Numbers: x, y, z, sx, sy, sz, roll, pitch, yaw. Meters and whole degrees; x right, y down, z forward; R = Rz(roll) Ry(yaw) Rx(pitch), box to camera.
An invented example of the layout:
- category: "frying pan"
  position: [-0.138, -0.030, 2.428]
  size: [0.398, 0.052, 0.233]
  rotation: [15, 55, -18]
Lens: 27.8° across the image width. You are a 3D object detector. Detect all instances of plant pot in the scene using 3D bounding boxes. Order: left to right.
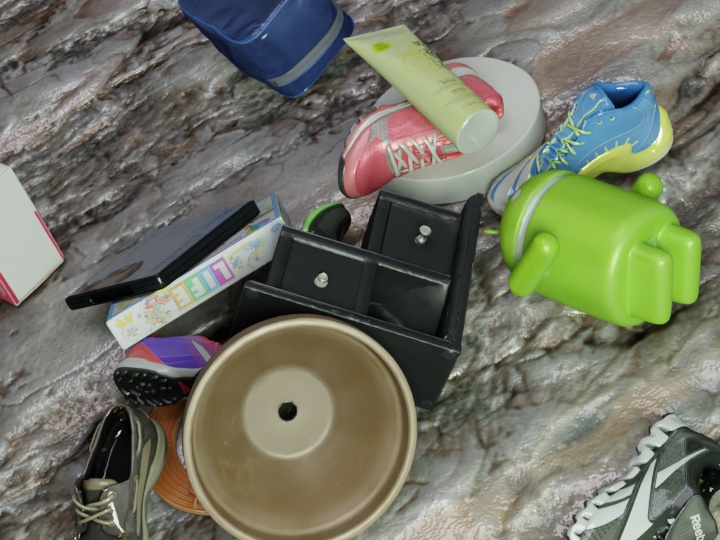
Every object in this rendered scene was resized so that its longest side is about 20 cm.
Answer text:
- category: "plant pot"
  position: [-0.058, 0.131, 1.251]
  size: [0.199, 0.202, 0.093]
  rotation: [-28, 14, -7]

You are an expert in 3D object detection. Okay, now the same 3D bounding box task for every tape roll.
- category: "tape roll"
  position: [0.098, -0.153, 1.563]
  size: [0.201, 0.037, 0.204]
  rotation: [-12, 44, 11]

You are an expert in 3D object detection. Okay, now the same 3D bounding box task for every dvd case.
- category: "dvd case"
  position: [-0.205, -0.014, 1.487]
  size: [0.142, 0.018, 0.199]
  rotation: [-41, 18, -35]

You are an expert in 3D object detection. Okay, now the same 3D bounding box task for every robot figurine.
- category: "robot figurine"
  position: [0.210, -0.022, 1.320]
  size: [0.175, 0.117, 0.199]
  rotation: [-30, 38, -33]

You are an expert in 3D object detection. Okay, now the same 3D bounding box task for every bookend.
- category: "bookend"
  position: [0.000, 0.000, 1.344]
  size: [0.197, 0.093, 0.201]
  rotation: [17, 48, -4]

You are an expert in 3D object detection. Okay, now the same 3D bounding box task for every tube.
- category: "tube"
  position: [0.063, -0.191, 1.462]
  size: [0.052, 0.058, 0.200]
  rotation: [-49, 49, 11]

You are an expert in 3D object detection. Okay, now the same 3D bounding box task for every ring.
- category: "ring"
  position: [-0.116, 0.142, 1.369]
  size: [0.198, 0.019, 0.202]
  rotation: [-13, 42, 12]

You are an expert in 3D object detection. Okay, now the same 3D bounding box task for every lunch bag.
- category: "lunch bag"
  position: [-0.113, -0.303, 1.742]
  size: [0.136, 0.132, 0.200]
  rotation: [-47, 46, -3]

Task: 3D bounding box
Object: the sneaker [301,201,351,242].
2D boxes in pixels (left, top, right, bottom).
- category: "sneaker"
  position: [-0.035, 0.012, 1.441]
  size: [0.083, 0.077, 0.201]
  rotation: [16, 44, -2]

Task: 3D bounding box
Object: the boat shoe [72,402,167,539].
- category: "boat shoe"
  position: [-0.229, 0.209, 1.297]
  size: [0.074, 0.074, 0.202]
  rotation: [-8, 53, 19]

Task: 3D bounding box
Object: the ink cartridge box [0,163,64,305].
- category: "ink cartridge box"
  position: [-0.446, -0.064, 1.626]
  size: [0.199, 0.146, 0.084]
  rotation: [21, 57, 38]

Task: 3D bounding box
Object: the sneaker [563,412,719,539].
- category: "sneaker"
  position: [0.226, 0.198, 1.127]
  size: [0.090, 0.067, 0.200]
  rotation: [20, 55, 40]

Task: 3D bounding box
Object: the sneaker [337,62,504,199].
- category: "sneaker"
  position: [0.063, -0.138, 1.481]
  size: [0.200, 0.074, 0.087]
  rotation: [-39, 46, -17]

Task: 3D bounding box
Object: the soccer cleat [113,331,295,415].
- category: "soccer cleat"
  position: [-0.139, 0.092, 1.369]
  size: [0.198, 0.069, 0.073]
  rotation: [2, 43, 29]

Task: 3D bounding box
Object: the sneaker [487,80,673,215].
- category: "sneaker"
  position: [0.210, -0.131, 1.440]
  size: [0.198, 0.106, 0.076]
  rotation: [-25, 42, -3]

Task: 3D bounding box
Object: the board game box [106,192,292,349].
- category: "board game box"
  position: [-0.159, -0.003, 1.464]
  size: [0.199, 0.034, 0.135]
  rotation: [-31, 14, 2]
